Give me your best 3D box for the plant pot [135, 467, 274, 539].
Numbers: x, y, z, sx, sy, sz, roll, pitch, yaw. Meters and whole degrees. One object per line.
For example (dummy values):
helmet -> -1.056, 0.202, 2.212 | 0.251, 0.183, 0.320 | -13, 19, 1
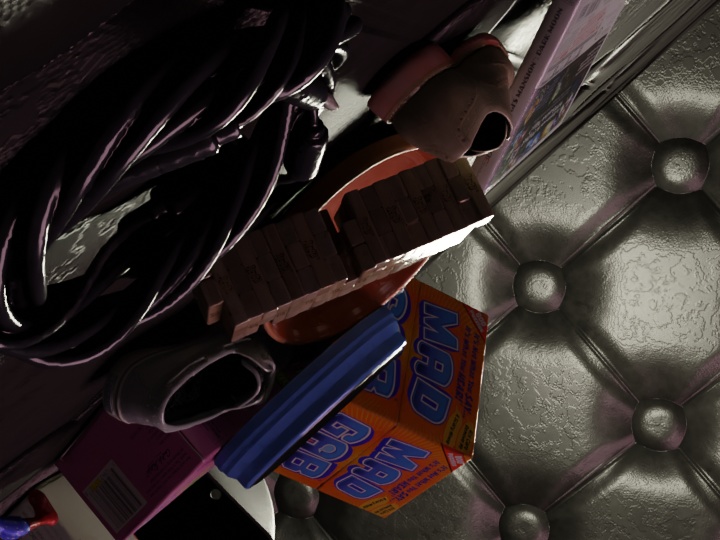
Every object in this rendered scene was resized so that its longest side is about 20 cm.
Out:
plant pot -> -0.224, 0.281, 1.297 | 0.200, 0.200, 0.177 | -42, -174, 12

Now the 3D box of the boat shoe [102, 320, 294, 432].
boat shoe -> -0.105, 0.084, 0.829 | 0.200, 0.071, 0.071 | -15, 119, -54

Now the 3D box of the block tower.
block tower -> -0.013, -0.016, 0.710 | 0.199, 0.054, 0.058 | -23, 171, -15

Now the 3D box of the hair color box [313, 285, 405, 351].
hair color box -> 0.000, 0.000, 1.031 | 0.099, 0.061, 0.200 | -37, -175, 16

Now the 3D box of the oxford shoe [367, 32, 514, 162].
oxford shoe -> 0.070, -0.109, 0.718 | 0.071, 0.074, 0.200 | -44, 175, 30

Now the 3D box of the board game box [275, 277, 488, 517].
board game box -> 0.008, 0.137, 1.267 | 0.200, 0.199, 0.201 | -46, -156, 46

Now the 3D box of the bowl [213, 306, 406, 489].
bowl -> -0.039, 0.112, 0.921 | 0.200, 0.039, 0.201 | -42, 174, -5

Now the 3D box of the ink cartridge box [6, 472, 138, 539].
ink cartridge box -> -0.314, 0.314, 1.050 | 0.200, 0.148, 0.086 | -43, 175, 16

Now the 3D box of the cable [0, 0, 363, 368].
cable -> -0.071, -0.033, 0.425 | 0.200, 0.051, 0.163 | -37, 173, -39

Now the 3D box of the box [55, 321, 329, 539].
box -> -0.148, 0.126, 0.976 | 0.176, 0.097, 0.200 | -45, 174, 40

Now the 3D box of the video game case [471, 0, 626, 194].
video game case -> 0.163, -0.170, 0.871 | 0.200, 0.023, 0.183 | -41, 160, -53

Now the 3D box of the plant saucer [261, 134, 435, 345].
plant saucer -> -0.003, -0.026, 0.826 | 0.200, 0.032, 0.201 | -34, 153, -20

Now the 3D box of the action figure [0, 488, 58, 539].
action figure -> -0.293, 0.198, 0.765 | 0.065, 0.052, 0.200 | -47, 170, 6
